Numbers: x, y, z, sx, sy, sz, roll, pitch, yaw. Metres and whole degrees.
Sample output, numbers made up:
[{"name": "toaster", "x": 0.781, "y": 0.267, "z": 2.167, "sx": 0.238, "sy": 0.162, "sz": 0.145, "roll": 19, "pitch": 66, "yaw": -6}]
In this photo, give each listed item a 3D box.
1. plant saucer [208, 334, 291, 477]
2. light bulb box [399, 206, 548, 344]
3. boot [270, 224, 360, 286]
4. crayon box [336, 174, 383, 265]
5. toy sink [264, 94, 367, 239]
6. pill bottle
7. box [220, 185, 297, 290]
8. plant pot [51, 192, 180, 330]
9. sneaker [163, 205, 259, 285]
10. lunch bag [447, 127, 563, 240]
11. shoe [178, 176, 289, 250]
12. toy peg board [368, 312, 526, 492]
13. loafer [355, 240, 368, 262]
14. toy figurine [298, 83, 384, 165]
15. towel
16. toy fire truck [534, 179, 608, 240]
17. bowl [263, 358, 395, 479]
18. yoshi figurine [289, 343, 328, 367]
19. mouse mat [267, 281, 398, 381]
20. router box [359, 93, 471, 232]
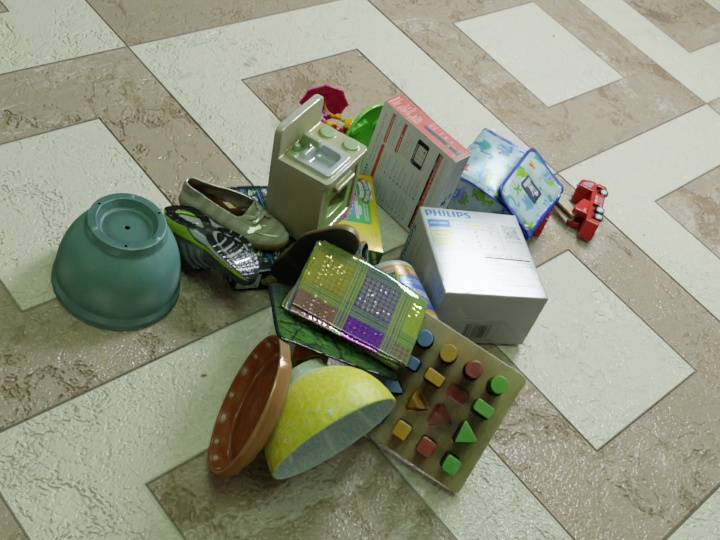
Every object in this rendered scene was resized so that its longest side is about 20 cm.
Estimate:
[{"name": "plant saucer", "x": -0.146, "y": 0.186, "z": 1.342, "sx": 0.032, "sy": 0.200, "sz": 0.202, "roll": 28, "pitch": 41, "yaw": -19}, {"name": "light bulb box", "x": 0.191, "y": 0.009, "z": 1.710, "sx": 0.195, "sy": 0.126, "sz": 0.202, "roll": 4, "pitch": 46, "yaw": -19}, {"name": "boot", "x": -0.063, "y": -0.042, "z": 1.538, "sx": 0.074, "sy": 0.199, "sz": 0.076, "roll": 47, "pitch": 51, "yaw": -17}, {"name": "crayon box", "x": -0.031, "y": -0.092, "z": 1.759, "sx": 0.117, "sy": 0.059, "sz": 0.202, "roll": 9, "pitch": 45, "yaw": -16}, {"name": "toy sink", "x": -0.071, "y": -0.162, "z": 1.625, "sx": 0.111, "sy": 0.202, "sz": 0.130, "roll": 29, "pitch": 46, "yaw": 15}, {"name": "pill bottle", "x": 0.073, "y": 0.092, "z": 1.588, "sx": 0.111, "sy": 0.113, "sz": 0.201, "roll": -5, "pitch": 50, "yaw": -27}, {"name": "box", "x": -0.168, "y": -0.060, "z": 1.677, "sx": 0.157, "sy": 0.046, "sz": 0.202, "roll": -5, "pitch": 50, "yaw": -28}, {"name": "plant pot", "x": -0.362, "y": -0.030, "z": 1.499, "sx": 0.197, "sy": 0.135, "sz": 0.202, "roll": 13, "pitch": 44, "yaw": -12}, {"name": "sneaker", "x": -0.239, "y": -0.028, "z": 1.576, "sx": 0.199, "sy": 0.082, "sz": 0.073, "roll": 35, "pitch": 37, "yaw": 27}, {"name": "lunch bag", "x": 0.273, "y": -0.156, "z": 1.894, "sx": 0.199, "sy": 0.128, "sz": 0.170, "roll": 32, "pitch": 51, "yaw": 13}, {"name": "shoe", "x": -0.207, "y": -0.094, "z": 1.619, "sx": 0.198, "sy": 0.054, "sz": 0.070, "roll": 25, "pitch": 44, "yaw": 2}, {"name": "toy peg board", "x": 0.113, "y": 0.187, "z": 1.443, "sx": 0.198, "sy": 0.098, "sz": 0.201, "roll": 32, "pitch": 85, "yaw": 7}, {"name": "loafer", "x": 0.000, "y": 0.000, "z": 1.550, "sx": 0.062, "sy": 0.073, "sz": 0.201, "roll": -10, "pitch": 30, "yaw": -8}, {"name": "toy figurine", "x": -0.057, "y": -0.279, "z": 1.898, "sx": 0.199, "sy": 0.151, "sz": 0.184, "roll": -34, "pitch": 54, "yaw": -27}, {"name": "towel", "x": -0.004, "y": 0.047, "z": 1.436, "sx": 0.198, "sy": 0.023, "sz": 0.145, "roll": 27, "pitch": 51, "yaw": -4}, {"name": "toy fire truck", "x": 0.421, "y": -0.127, "z": 1.999, "sx": 0.139, "sy": 0.049, "sz": 0.201, "roll": 24, "pitch": 42, "yaw": 2}, {"name": "bowl", "x": -0.061, "y": 0.188, "z": 1.362, "sx": 0.198, "sy": 0.201, "sz": 0.108, "roll": -20, "pitch": 66, "yaw": -36}, {"name": "yoshi figurine", "x": -0.056, "y": 0.082, "z": 1.554, "sx": 0.111, "sy": 0.113, "sz": 0.202, "roll": 23, "pitch": 38, "yaw": -24}, {"name": "mouse mat", "x": -0.041, "y": 0.086, "z": 1.424, "sx": 0.198, "sy": 0.008, "sz": 0.162, "roll": 23, "pitch": 22, "yaw": -22}, {"name": "router box", "x": 0.092, "y": -0.186, "z": 1.799, "sx": 0.049, "sy": 0.201, "sz": 0.179, "roll": -28, "pitch": 63, "yaw": -39}]
